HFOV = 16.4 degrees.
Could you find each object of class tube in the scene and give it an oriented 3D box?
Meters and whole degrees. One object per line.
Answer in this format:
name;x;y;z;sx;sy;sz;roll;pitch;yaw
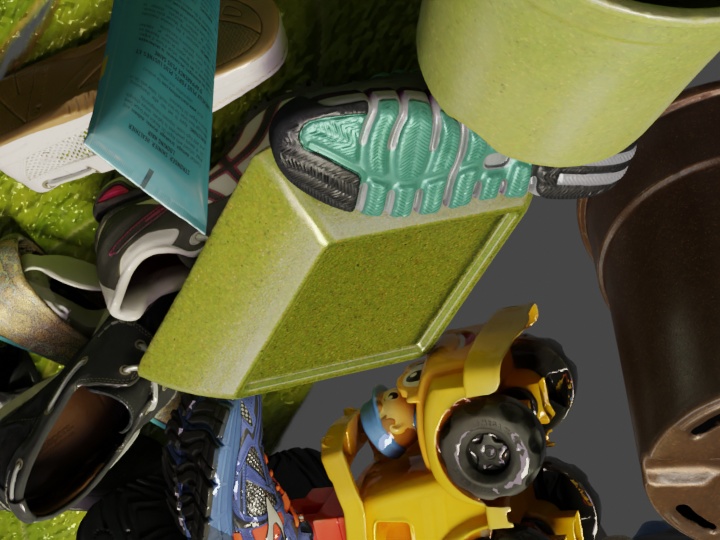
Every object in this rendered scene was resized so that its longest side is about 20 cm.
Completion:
tube;-0.095;-0.111;1.207;0.077;0.200;0.050;33;129;-29

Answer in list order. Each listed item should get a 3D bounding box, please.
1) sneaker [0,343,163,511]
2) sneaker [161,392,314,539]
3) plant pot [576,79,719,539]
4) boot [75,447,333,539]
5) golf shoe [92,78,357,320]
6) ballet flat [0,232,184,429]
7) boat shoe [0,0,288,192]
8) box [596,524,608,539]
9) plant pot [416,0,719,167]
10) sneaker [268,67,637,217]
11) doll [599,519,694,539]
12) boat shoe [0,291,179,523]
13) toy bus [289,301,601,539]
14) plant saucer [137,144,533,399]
sneaker;-0.206;0.092;1.534;0.199;0.060;0.104;-2;119;-24
sneaker;-0.067;0.144;1.469;0.078;0.075;0.201;-13;119;-25
plant pot;0.224;0.033;1.366;0.200;0.199;0.201;0;138;0
boot;-0.115;0.198;1.601;0.200;0.076;0.168;-15;150;-40
golf shoe;-0.059;-0.034;1.379;0.200;0.088;0.077;-25;131;25
ballet flat;-0.146;0.037;1.480;0.200;0.071;0.071;30;131;-29
boat shoe;-0.113;-0.091;1.332;0.200;0.071;0.069;-16;138;30
box;0.100;0.268;1.656;0.165;0.165;0.200;-16;135;18
plant pot;0.110;-0.150;1.188;0.200;0.201;0.184;9;149;-9
sneaker;0.040;-0.080;1.296;0.199;0.088;0.075;1;130;-23
doll;0.236;0.194;1.611;0.199;0.136;0.049;9;101;-24
boat shoe;-0.132;0.065;1.428;0.200;0.068;0.072;-43;118;-10
toy bus;0.037;0.131;1.499;0.191;0.136;0.201;-4;107;19
plant saucer;0.000;0.000;1.372;0.199;0.048;0.200;-11;148;-36
